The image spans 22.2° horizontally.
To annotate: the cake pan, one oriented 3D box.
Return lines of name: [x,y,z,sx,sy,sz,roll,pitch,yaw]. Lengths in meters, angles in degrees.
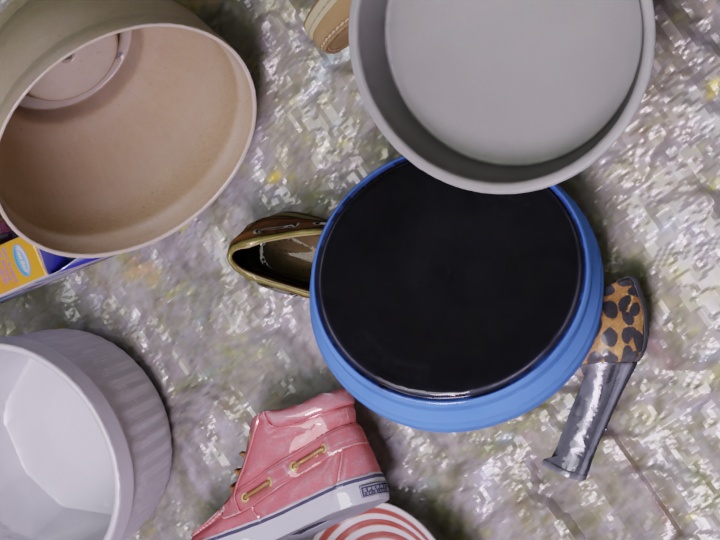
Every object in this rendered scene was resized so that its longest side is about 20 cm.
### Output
cake pan: [0.091,-0.149,1.157,0.200,0.037,0.201,4,101,21]

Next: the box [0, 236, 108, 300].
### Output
box: [-0.266,-0.001,1.417,0.200,0.119,0.042,-23,90,30]

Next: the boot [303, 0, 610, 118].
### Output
boot: [0.070,-0.158,1.224,0.200,0.073,0.156,-30,88,25]

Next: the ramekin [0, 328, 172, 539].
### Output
ramekin: [-0.242,0.140,1.447,0.200,0.105,0.201,8,106,27]

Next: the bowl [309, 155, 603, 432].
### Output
bowl: [0.061,0.007,1.220,0.200,0.039,0.201,-4,66,10]

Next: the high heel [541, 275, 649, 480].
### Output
high heel: [0.099,0.040,1.270,0.200,0.071,0.143,26,101,24]

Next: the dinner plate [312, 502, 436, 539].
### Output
dinner plate: [0.019,0.271,1.355,0.200,0.024,0.201,-5,83,49]

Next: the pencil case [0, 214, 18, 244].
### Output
pencil case: [-0.329,-0.108,1.445,0.086,0.083,0.200,-12,96,31]

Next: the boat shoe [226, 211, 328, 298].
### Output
boat shoe: [0.000,0.000,1.302,0.200,0.068,0.072,3,102,27]

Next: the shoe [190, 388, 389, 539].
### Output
shoe: [-0.067,0.159,1.383,0.200,0.071,0.091,-29,72,37]

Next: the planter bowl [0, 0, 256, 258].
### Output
planter bowl: [-0.192,-0.128,1.320,0.135,0.200,0.200,54,124,39]
